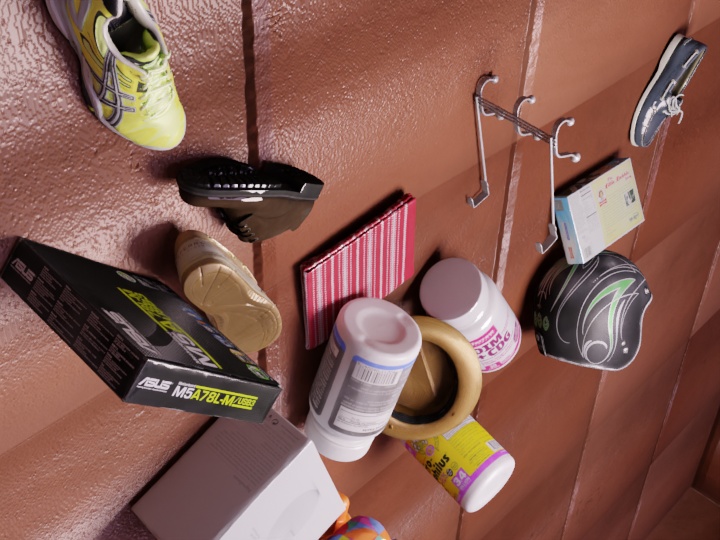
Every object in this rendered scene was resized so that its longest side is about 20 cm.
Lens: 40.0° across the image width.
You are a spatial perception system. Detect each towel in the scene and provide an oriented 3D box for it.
[{"bbox_3d":[0.000,0.000,1.264,0.199,0.022,0.146,-35,143,-30],"label":"towel"}]

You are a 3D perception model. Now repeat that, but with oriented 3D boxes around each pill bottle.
[{"bbox_3d":[-0.003,0.145,1.280,0.113,0.114,0.202,-21,143,-44],"label":"pill bottle"},{"bbox_3d":[0.161,0.066,1.452,0.114,0.113,0.200,-54,147,-7],"label":"pill bottle"},{"bbox_3d":[0.128,0.253,1.470,0.104,0.200,0.105,-35,152,-22],"label":"pill bottle"}]

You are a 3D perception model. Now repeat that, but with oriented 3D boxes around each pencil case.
[{"bbox_3d":[-0.034,0.399,1.273,0.199,0.088,0.090,-29,138,-44],"label":"pencil case"}]

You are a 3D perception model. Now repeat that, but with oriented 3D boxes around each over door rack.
[{"bbox_3d":[0.217,-0.148,1.324,0.066,0.147,0.203,-29,137,-28],"label":"over door rack"}]

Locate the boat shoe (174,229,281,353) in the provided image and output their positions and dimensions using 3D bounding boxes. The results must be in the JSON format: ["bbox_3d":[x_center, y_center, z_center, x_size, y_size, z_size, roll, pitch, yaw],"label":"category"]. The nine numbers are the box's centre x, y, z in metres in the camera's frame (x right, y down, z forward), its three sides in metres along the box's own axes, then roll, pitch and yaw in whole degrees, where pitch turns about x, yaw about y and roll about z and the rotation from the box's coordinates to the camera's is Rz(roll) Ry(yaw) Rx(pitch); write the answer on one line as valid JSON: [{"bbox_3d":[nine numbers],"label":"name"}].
[{"bbox_3d":[-0.139,0.021,1.044,0.073,0.070,0.201,-27,148,-2],"label":"boat shoe"}]

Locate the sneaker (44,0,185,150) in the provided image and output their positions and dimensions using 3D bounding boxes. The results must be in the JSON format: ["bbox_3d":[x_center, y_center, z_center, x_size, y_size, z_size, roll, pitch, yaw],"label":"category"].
[{"bbox_3d":[-0.191,-0.165,0.817,0.076,0.076,0.201,-49,148,-17],"label":"sneaker"}]

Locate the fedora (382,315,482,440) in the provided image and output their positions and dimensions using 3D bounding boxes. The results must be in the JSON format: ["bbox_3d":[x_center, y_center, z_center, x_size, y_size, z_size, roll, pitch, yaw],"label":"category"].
[{"bbox_3d":[0.077,0.141,1.400,0.082,0.197,0.204,-93,-164,-64],"label":"fedora"}]

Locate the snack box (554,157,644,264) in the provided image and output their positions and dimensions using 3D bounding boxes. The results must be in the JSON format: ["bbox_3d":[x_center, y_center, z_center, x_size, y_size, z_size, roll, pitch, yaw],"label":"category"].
[{"bbox_3d":[0.405,-0.103,1.671,0.199,0.037,0.118,-29,108,-38],"label":"snack box"}]

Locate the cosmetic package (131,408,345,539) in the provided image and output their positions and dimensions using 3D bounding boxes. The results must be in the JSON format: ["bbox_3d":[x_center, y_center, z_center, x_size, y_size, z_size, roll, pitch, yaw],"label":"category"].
[{"bbox_3d":[-0.143,0.293,1.214,0.200,0.122,0.201,-46,146,-20],"label":"cosmetic package"}]

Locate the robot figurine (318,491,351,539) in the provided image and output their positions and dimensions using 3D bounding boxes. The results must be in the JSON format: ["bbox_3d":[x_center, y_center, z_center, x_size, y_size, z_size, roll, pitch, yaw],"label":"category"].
[{"bbox_3d":[-0.078,0.401,1.400,0.114,0.144,0.203,9,113,-19],"label":"robot figurine"}]

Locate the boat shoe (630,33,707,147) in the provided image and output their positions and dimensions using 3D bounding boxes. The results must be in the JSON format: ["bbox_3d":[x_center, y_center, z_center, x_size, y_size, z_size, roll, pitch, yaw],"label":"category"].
[{"bbox_3d":[0.531,-0.302,1.703,0.074,0.061,0.203,6,112,-57],"label":"boat shoe"}]

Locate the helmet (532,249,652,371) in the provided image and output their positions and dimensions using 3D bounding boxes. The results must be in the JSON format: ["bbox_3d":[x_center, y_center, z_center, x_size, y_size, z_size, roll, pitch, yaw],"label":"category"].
[{"bbox_3d":[0.395,0.059,1.696,0.198,0.198,0.195,1,101,-53],"label":"helmet"}]

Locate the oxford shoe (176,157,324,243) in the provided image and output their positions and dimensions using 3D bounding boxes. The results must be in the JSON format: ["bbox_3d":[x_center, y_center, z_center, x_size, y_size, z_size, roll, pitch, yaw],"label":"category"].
[{"bbox_3d":[-0.114,-0.065,1.009,0.198,0.072,0.086,3,116,-54],"label":"oxford shoe"}]

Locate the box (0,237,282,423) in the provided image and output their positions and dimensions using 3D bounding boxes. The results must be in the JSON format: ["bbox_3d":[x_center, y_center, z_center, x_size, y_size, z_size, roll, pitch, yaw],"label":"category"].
[{"bbox_3d":[-0.192,0.056,0.883,0.048,0.199,0.192,-56,147,4],"label":"box"}]
